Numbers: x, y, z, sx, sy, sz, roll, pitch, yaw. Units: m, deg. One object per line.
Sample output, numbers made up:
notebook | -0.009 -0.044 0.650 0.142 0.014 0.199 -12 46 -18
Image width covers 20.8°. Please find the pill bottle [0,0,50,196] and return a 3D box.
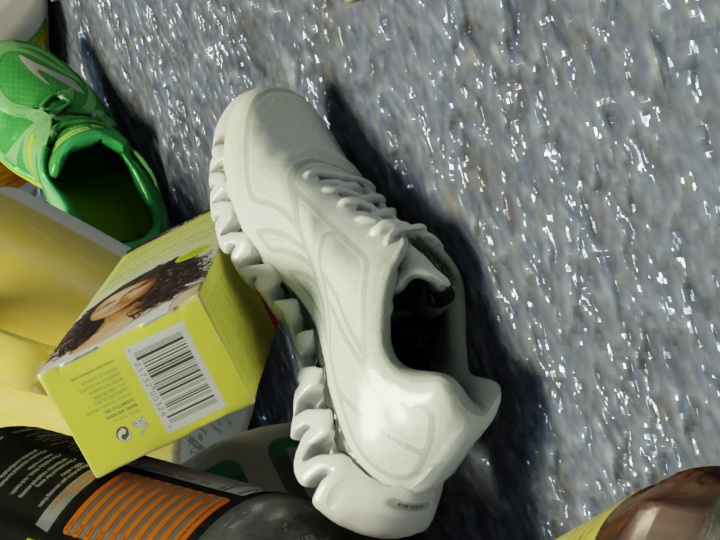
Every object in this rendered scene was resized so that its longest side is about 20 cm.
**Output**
pill bottle | -0.256 -0.108 1.275 0.201 0.110 0.111 97 150 -48

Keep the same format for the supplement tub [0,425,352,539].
supplement tub | -0.081 0.136 0.761 0.199 0.122 0.123 10 119 37

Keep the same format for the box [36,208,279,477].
box | -0.074 0.019 0.822 0.050 0.075 0.200 62 -172 -10

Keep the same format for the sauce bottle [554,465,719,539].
sauce bottle | 0.091 0.093 0.567 0.200 0.066 0.066 124 127 -65

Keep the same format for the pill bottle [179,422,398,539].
pill bottle | -0.016 0.176 0.851 0.113 0.112 0.201 101 147 -52

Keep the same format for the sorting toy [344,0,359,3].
sorting toy | 0.011 -0.212 0.536 0.199 0.069 0.201 122 128 -65

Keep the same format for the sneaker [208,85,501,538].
sneaker | 0.000 0.000 0.755 0.081 0.075 0.201 -51 49 39

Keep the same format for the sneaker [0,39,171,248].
sneaker | -0.156 -0.065 1.106 0.200 0.074 0.084 53 156 25

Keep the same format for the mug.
mug | -0.145 0.058 0.980 0.152 0.186 0.150 19 120 21
